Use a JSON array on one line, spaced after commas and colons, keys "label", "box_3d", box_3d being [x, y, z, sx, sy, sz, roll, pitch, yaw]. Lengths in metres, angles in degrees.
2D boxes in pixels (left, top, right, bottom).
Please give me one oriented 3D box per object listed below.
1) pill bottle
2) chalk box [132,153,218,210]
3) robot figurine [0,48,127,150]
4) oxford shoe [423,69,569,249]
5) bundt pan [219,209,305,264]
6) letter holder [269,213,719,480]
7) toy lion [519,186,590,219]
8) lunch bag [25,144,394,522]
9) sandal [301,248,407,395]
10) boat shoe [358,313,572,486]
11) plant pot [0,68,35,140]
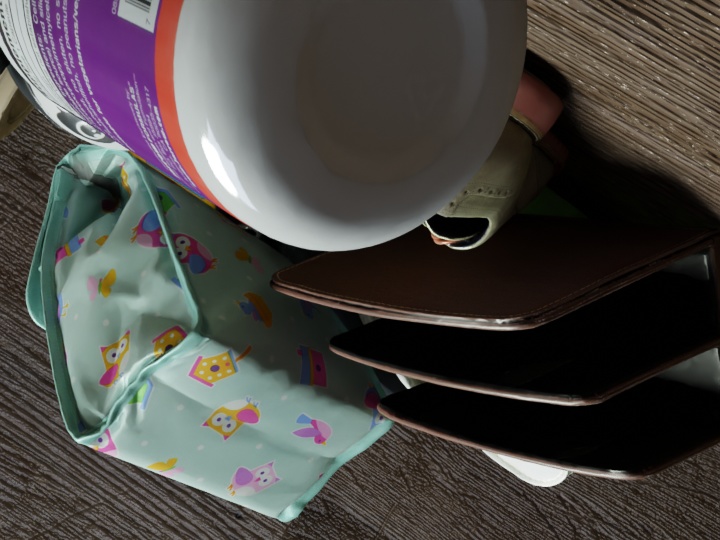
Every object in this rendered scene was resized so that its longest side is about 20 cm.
[{"label": "pill bottle", "box_3d": [-0.048, -0.088, 0.439, 0.112, 0.113, 0.200, 32, 180, -42]}, {"label": "chalk box", "box_3d": [-0.172, -0.151, 1.032, 0.199, 0.124, 0.125, 31, 179, 35]}, {"label": "robot figurine", "box_3d": [-0.141, -0.133, 0.797, 0.125, 0.150, 0.200, 46, 174, -23]}, {"label": "oxford shoe", "box_3d": [0.048, -0.048, 0.633, 0.070, 0.075, 0.200, 30, 180, 12]}, {"label": "bundt pan", "box_3d": [-0.076, 0.003, 1.019, 0.201, 0.201, 0.076, 31, 149, 45]}, {"label": "letter holder", "box_3d": [0.063, 0.039, 0.690, 0.142, 0.101, 0.199, -19, -164, -34]}, {"label": "toy lion", "box_3d": [0.149, 0.006, 0.813, 0.191, 0.069, 0.200, 40, -178, -10]}, {"label": "lunch bag", "box_3d": [-0.097, 0.026, 0.813, 0.170, 0.122, 0.200, 30, -158, -43]}, {"label": "sandal", "box_3d": [0.000, 0.000, 0.898, 0.201, 0.043, 0.076, 65, -155, -14]}, {"label": "boat shoe", "box_3d": [0.063, 0.074, 0.861, 0.200, 0.071, 0.069, 46, -144, -17]}, {"label": "plant pot", "box_3d": [-0.250, -0.153, 0.921, 0.092, 0.201, 0.201, 34, 179, -5]}]
